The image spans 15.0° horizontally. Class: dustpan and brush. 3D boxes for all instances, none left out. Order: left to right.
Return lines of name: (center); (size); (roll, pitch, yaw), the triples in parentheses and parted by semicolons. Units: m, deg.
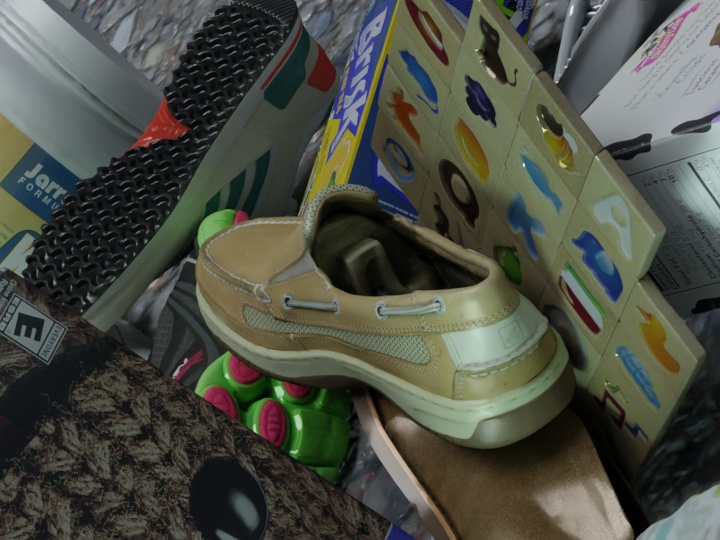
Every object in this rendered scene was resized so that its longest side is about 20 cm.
dustpan and brush: (0.080, -0.039, 1.083); (0.140, 0.057, 0.201); (-35, -41, -69)

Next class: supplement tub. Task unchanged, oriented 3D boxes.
supplement tub: (-0.206, -0.048, 1.451); (0.200, 0.145, 0.145); (-49, 27, 3)

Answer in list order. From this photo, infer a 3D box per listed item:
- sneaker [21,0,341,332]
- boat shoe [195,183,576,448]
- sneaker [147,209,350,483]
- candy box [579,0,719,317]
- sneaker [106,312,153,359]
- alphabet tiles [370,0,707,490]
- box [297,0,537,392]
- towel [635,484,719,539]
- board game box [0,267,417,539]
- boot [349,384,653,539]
sneaker: (-0.073, -0.030, 1.285); (0.070, 0.093, 0.200); (19, 68, 45)
boat shoe: (0.000, 0.000, 1.005); (0.072, 0.076, 0.200); (-39, 32, -27)
sneaker: (-0.054, 0.058, 1.188); (0.084, 0.077, 0.200); (-56, 19, 30)
candy box: (0.173, -0.070, 0.923); (0.168, 0.072, 0.200); (-47, 17, -32)
sneaker: (-0.121, 0.057, 1.285); (0.080, 0.071, 0.200); (-16, 26, 11)
alphabet tiles: (0.057, -0.010, 0.954); (0.006, 0.167, 0.200); (-30, -18, -17)
box: (0.018, -0.046, 1.179); (0.070, 0.064, 0.200); (-51, 18, 51)
towel: (0.060, 0.177, 0.800); (0.200, 0.048, 0.172); (120, 168, -51)
board game box: (-0.104, 0.124, 1.011); (0.097, 0.200, 0.160); (-22, 38, 59)
boot: (0.053, 0.071, 1.000); (0.075, 0.074, 0.200); (-43, 38, 10)
